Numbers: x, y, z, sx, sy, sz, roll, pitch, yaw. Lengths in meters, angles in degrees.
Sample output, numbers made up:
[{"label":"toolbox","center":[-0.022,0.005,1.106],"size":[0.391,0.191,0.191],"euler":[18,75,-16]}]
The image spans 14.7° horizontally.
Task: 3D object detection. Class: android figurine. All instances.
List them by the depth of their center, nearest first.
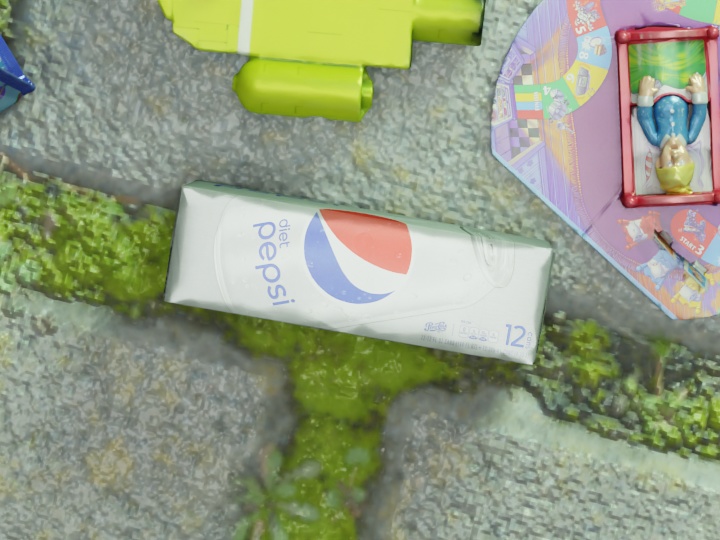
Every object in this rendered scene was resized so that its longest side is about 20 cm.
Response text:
[{"label":"android figurine","center":[-0.030,-0.172,1.472],"size":[0.198,0.041,0.184],"euler":[7,95,0]}]

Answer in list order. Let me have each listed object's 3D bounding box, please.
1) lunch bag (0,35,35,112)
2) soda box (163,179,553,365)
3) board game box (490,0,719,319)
[{"label":"lunch bag","center":[-0.264,-0.089,1.408],"size":[0.150,0.200,0.094],"euler":[-32,92,5]},{"label":"soda box","center":[0.000,0.000,1.470],"size":[0.198,0.068,0.064],"euler":[10,95,2]},{"label":"board game box","center":[0.170,-0.075,1.469],"size":[0.200,0.039,0.158],"euler":[42,95,-2]}]
